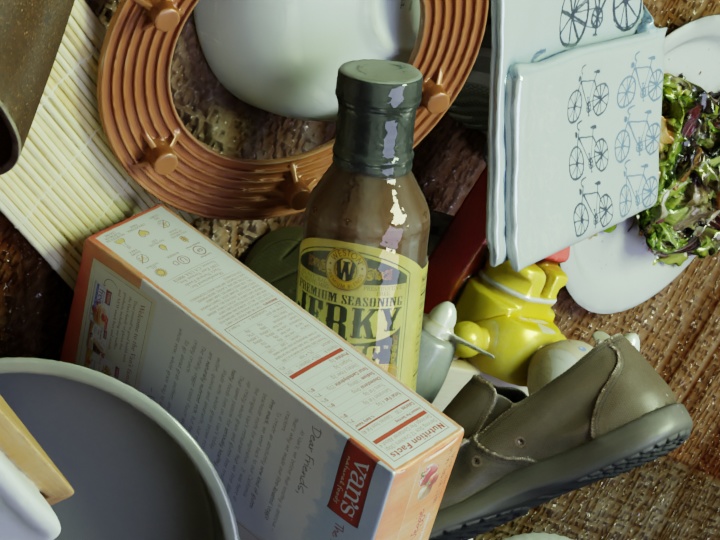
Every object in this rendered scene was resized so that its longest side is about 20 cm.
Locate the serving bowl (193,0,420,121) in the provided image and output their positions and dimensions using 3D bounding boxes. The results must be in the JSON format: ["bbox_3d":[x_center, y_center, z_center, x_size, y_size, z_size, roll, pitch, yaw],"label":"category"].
[{"bbox_3d":[0.012,-0.158,1.342,0.200,0.066,0.201,-34,139,-35],"label":"serving bowl"}]

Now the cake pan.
[{"bbox_3d":[-0.154,0.130,1.270,0.037,0.199,0.201,-92,-158,-73],"label":"cake pan"}]

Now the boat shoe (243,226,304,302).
[{"bbox_3d":[-0.051,0.078,1.411,0.066,0.071,0.202,58,47,-60],"label":"boat shoe"}]

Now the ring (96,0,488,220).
[{"bbox_3d":[-0.028,-0.101,1.288,0.199,0.019,0.201,-16,133,-18],"label":"ring"}]

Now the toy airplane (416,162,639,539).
[{"bbox_3d":[0.068,0.064,1.459,0.200,0.141,0.200,-45,130,-34],"label":"toy airplane"}]

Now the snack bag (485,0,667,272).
[{"bbox_3d":[0.115,-0.114,1.425,0.188,0.021,0.201,-20,114,-58],"label":"snack bag"}]

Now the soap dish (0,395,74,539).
[{"bbox_3d":[-0.218,0.082,1.138,0.157,0.082,0.200,-23,160,0],"label":"soap dish"}]

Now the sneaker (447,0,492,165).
[{"bbox_3d":[0.102,-0.100,1.493,0.200,0.074,0.082,43,59,-68],"label":"sneaker"}]

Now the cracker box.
[{"bbox_3d":[-0.055,0.079,1.297,0.058,0.200,0.134,-27,144,-44],"label":"cracker box"}]

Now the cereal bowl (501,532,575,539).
[{"bbox_3d":[0.078,0.249,1.731,0.200,0.083,0.201,-32,137,-35],"label":"cereal bowl"}]

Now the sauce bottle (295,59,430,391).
[{"bbox_3d":[0.000,0.000,1.310,0.065,0.065,0.201,-17,118,-45],"label":"sauce bottle"}]

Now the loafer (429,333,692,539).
[{"bbox_3d":[0.067,0.088,1.372,0.199,0.071,0.073,-23,168,14],"label":"loafer"}]

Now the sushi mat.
[{"bbox_3d":[-0.132,-0.057,1.280,0.096,0.012,0.200,-51,146,-11],"label":"sushi mat"}]

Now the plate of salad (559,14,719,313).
[{"bbox_3d":[0.194,-0.060,1.673,0.200,0.048,0.201,-32,138,-35],"label":"plate of salad"}]

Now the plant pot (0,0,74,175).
[{"bbox_3d":[-0.167,-0.169,1.024,0.201,0.186,0.187,-65,149,-18],"label":"plant pot"}]
